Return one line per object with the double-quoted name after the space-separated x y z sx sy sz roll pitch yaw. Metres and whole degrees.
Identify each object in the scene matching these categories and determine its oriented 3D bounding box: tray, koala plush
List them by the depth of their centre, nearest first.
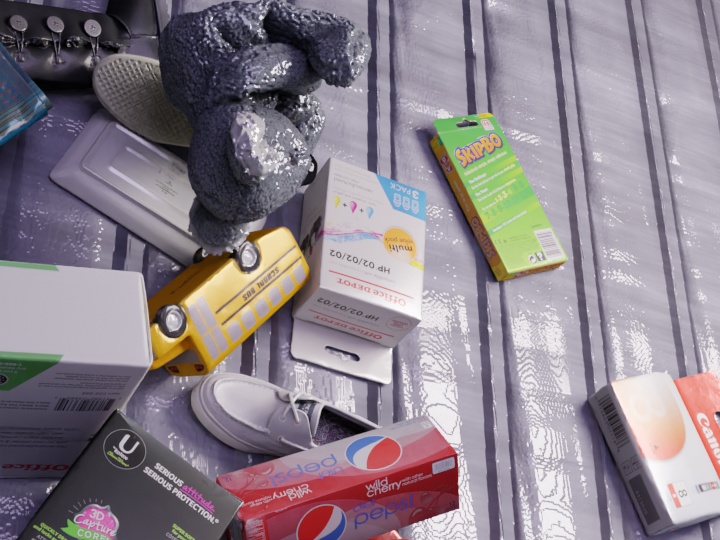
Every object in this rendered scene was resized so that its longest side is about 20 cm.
-0.103 -0.124 1.154 0.183 0.177 0.201 16 56 -17 "koala plush"
-0.189 -0.075 1.247 0.199 0.022 0.108 33 49 -9 "tray"

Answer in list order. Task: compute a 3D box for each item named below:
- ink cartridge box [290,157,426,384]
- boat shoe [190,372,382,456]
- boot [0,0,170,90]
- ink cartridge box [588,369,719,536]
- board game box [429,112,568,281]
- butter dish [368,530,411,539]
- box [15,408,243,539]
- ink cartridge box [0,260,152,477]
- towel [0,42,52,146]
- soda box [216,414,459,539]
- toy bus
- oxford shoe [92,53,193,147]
0.000 0.000 1.281 0.115 0.068 0.201 18 54 -20 "ink cartridge box"
-0.053 0.139 1.160 0.199 0.069 0.072 30 50 -11 "boat shoe"
-0.291 -0.250 1.276 0.199 0.066 0.166 -5 62 -28 "boot"
0.359 0.186 1.389 0.199 0.050 0.163 -9 66 -31 "ink cartridge box"
0.152 -0.087 1.453 0.095 0.030 0.201 -11 70 -36 "board game box"
0.020 0.302 1.049 0.199 0.148 0.200 -17 70 -36 "butter dish"
-0.205 0.235 0.956 0.124 0.149 0.200 37 50 -3 "box"
-0.261 0.081 0.989 0.145 0.200 0.084 5 56 -28 "ink cartridge box"
-0.393 -0.146 1.139 0.200 0.022 0.147 -38 83 -25 "towel"
-0.018 0.190 1.102 0.199 0.064 0.070 -14 30 -19 "soda box"
-0.135 0.031 1.172 0.200 0.065 0.079 -44 117 -41 "toy bus"
-0.173 -0.160 1.280 0.199 0.076 0.058 18 13 -25 "oxford shoe"
